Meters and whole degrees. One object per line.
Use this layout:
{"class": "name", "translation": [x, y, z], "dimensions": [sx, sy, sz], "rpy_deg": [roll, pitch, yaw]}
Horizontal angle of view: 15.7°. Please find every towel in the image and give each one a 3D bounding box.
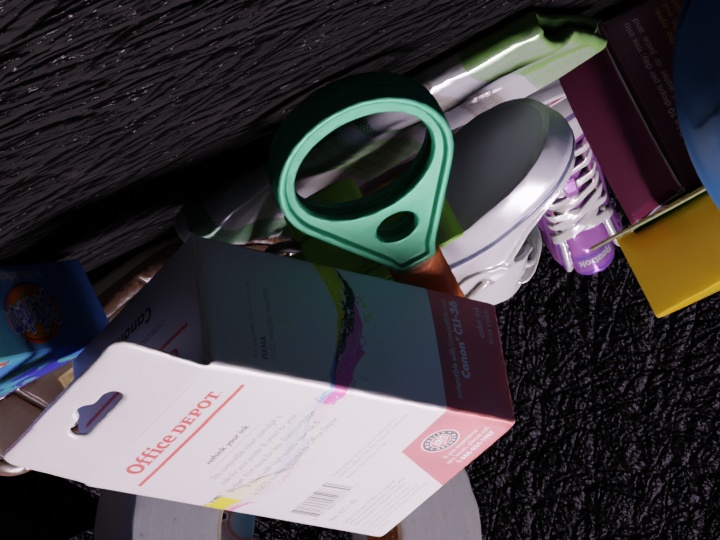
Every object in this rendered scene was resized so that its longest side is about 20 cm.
{"class": "towel", "translation": [0.019, -0.065, 1.257], "dimensions": [0.199, 0.031, 0.149], "rpy_deg": [-28, 178, 18]}

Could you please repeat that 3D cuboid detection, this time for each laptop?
{"class": "laptop", "translation": [-0.263, 0.135, 1.400], "dimensions": [0.199, 0.116, 0.187], "rpy_deg": [-27, 176, 11]}

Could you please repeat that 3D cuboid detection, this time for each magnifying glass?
{"class": "magnifying glass", "translation": [0.016, -0.019, 1.147], "dimensions": [0.079, 0.022, 0.200], "rpy_deg": [-28, 143, 1]}

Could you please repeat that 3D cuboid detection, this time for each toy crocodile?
{"class": "toy crocodile", "translation": [-0.018, 0.008, 1.262], "dimensions": [0.062, 0.068, 0.200], "rpy_deg": [-24, 170, -45]}

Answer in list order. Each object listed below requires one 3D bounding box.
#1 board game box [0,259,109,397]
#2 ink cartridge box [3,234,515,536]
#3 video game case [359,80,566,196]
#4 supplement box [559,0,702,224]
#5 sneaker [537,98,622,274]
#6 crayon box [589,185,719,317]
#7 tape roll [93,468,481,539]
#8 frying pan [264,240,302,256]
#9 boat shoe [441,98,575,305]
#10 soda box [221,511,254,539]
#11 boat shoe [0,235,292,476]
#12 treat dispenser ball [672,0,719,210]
{"class": "board game box", "translation": [-0.204, 0.050, 1.130], "dimensions": [0.151, 0.045, 0.200], "rpy_deg": [-28, 176, 11]}
{"class": "ink cartridge box", "translation": [-0.047, 0.050, 1.150], "dimensions": [0.199, 0.068, 0.116], "rpy_deg": [13, 142, -31]}
{"class": "video game case", "translation": [0.013, -0.056, 1.483], "dimensions": [0.199, 0.018, 0.143], "rpy_deg": [-24, 176, -38]}
{"class": "supplement box", "translation": [0.221, -0.118, 1.406], "dimensions": [0.199, 0.104, 0.131], "rpy_deg": [-27, 176, -8]}
{"class": "sneaker", "translation": [0.133, -0.056, 1.633], "dimensions": [0.072, 0.115, 0.200], "rpy_deg": [-25, 176, 3]}
{"class": "crayon box", "translation": [0.218, -0.035, 1.357], "dimensions": [0.127, 0.051, 0.200], "rpy_deg": [-31, 173, 35]}
{"class": "tape roll", "translation": [-0.038, 0.145, 1.391], "dimensions": [0.199, 0.201, 0.066], "rpy_deg": [-25, 180, -25]}
{"class": "frying pan", "translation": [0.011, -0.013, 1.390], "dimensions": [0.115, 0.031, 0.190], "rpy_deg": [-49, 162, -7]}
{"class": "boat shoe", "translation": [0.055, -0.017, 1.277], "dimensions": [0.065, 0.074, 0.200], "rpy_deg": [24, 147, -21]}
{"class": "soda box", "translation": [-0.094, 0.102, 1.451], "dimensions": [0.068, 0.201, 0.064], "rpy_deg": [6, 167, -14]}
{"class": "boat shoe", "translation": [-0.129, 0.029, 1.367], "dimensions": [0.202, 0.075, 0.075], "rpy_deg": [-28, -158, -17]}
{"class": "treat dispenser ball", "translation": [0.232, -0.086, 1.102], "dimensions": [0.200, 0.202, 0.201], "rpy_deg": [-27, 177, -1]}
